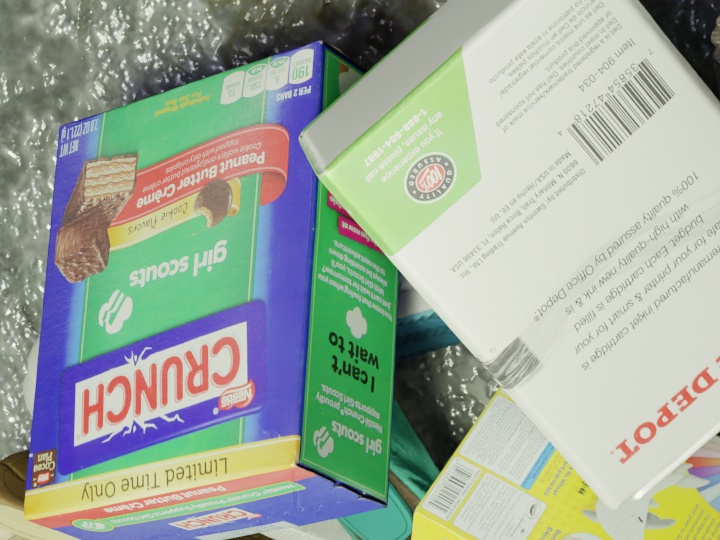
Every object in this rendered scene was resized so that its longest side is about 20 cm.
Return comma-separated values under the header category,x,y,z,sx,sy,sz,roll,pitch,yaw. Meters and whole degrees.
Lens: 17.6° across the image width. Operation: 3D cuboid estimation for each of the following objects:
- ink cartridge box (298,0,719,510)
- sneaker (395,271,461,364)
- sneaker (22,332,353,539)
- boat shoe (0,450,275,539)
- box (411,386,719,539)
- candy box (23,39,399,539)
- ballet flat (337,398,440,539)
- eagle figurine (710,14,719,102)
category,x,y,z,sx,sy,sz,roll,pitch,yaw
ink cartridge box,0.093,-0.024,0.988,0.145,0.084,0.200,-41,107,3
sneaker,0.000,0.000,1.115,0.199,0.076,0.081,-15,71,31
sneaker,-0.077,0.093,1.175,0.199,0.075,0.089,27,146,2
boat shoe,-0.104,0.155,1.198,0.199,0.071,0.065,20,122,21
box,0.136,0.125,1.053,0.199,0.118,0.049,27,147,18
candy box,-0.066,0.017,1.062,0.168,0.077,0.201,-14,64,36
ballet flat,0.031,0.122,1.119,0.067,0.070,0.201,-26,106,35
eagle figurine,0.213,-0.111,0.960,0.151,0.152,0.200,-40,79,6
